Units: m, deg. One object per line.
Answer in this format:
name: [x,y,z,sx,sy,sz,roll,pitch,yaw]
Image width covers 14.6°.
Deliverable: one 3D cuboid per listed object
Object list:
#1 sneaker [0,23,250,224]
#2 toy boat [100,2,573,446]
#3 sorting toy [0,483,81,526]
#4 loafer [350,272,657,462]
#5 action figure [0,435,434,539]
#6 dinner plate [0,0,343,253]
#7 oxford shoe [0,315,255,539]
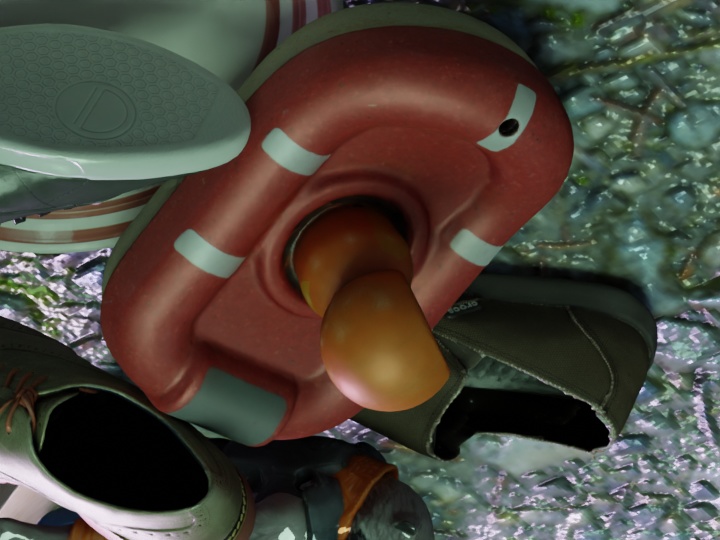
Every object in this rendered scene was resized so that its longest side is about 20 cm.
sneaker: [-0.141,-0.030,1.036,0.199,0.071,0.099,-3,136,-9]
toy boat: [0.000,0.000,1.058,0.130,0.131,0.200,24,115,-37]
sorting toy: [-0.104,0.186,1.355,0.198,0.070,0.200,22,136,-17]
loafer: [0.024,0.038,1.172,0.199,0.071,0.073,1,138,5]
action figure: [-0.062,0.108,1.165,0.193,0.200,0.105,6,113,19]
dinner plate: [-0.105,-0.086,1.055,0.199,0.024,0.201,-9,134,-10]
oxford shoe: [-0.133,0.051,1.113,0.199,0.071,0.075,22,163,10]
